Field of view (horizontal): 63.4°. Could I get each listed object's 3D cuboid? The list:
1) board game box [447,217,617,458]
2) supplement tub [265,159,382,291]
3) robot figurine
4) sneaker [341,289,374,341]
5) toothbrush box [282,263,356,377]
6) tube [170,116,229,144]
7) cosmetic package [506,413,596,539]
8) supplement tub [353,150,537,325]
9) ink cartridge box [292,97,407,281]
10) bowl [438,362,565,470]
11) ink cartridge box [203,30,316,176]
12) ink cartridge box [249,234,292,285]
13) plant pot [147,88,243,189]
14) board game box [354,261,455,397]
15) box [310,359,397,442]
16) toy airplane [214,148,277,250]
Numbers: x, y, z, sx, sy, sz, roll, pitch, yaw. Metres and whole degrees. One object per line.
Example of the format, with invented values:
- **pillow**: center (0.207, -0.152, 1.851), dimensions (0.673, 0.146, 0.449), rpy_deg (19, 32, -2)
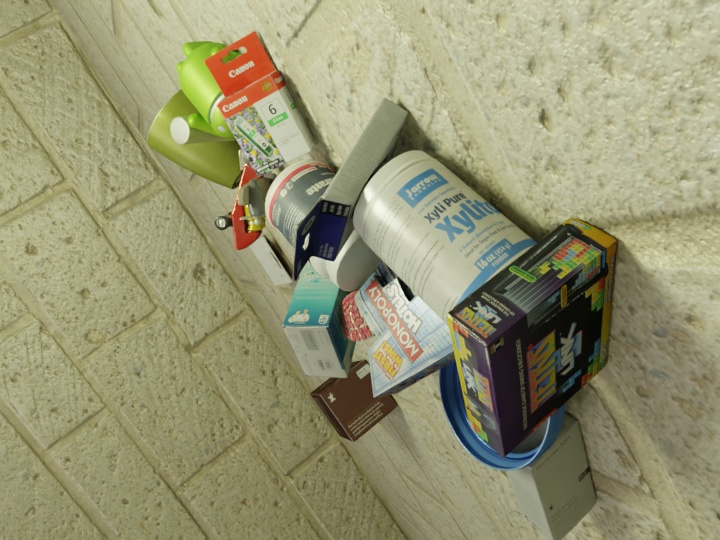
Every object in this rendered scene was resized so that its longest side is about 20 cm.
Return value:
- **board game box**: center (0.176, 0.073, 0.583), dimensions (0.057, 0.165, 0.201), rpy_deg (38, 157, 42)
- **supplement tub**: center (-0.050, -0.076, 0.948), dimensions (0.200, 0.140, 0.141), rpy_deg (44, 160, 31)
- **robot figurine**: center (-0.244, -0.321, 1.042), dimensions (0.200, 0.115, 0.176), rpy_deg (51, 132, 12)
- **sneaker**: center (0.047, 0.060, 0.912), dimensions (0.199, 0.074, 0.081), rpy_deg (-23, 72, 40)
- **toothbrush box**: center (-0.056, 0.067, 1.039), dimensions (0.085, 0.201, 0.147), rpy_deg (-1, 135, 15)
- **tube**: center (-0.289, -0.284, 1.168), dimensions (0.052, 0.200, 0.058), rpy_deg (5, 108, 29)
- **cosmetic package**: center (0.276, 0.297, 0.855), dimensions (0.074, 0.101, 0.201), rpy_deg (32, 153, 51)
- **supplement tub**: center (0.100, -0.027, 0.655), dimensions (0.200, 0.132, 0.132), rpy_deg (45, 161, 25)
- **ink cartridge box**: center (-0.017, -0.086, 0.745), dimensions (0.040, 0.201, 0.200), rpy_deg (31, 161, 3)
- **bowl**: center (0.185, 0.160, 0.778), dimensions (0.200, 0.039, 0.202), rpy_deg (4, 94, 56)
- **ink cartridge box**: center (-0.168, -0.266, 0.946), dimensions (0.201, 0.108, 0.050), rpy_deg (61, -160, -22)
- **ink cartridge box**: center (-0.259, -0.035, 1.766), dimensions (0.163, 0.057, 0.200), rpy_deg (57, 154, -9)
- **plant pot**: center (-0.331, -0.282, 1.298), dimensions (0.200, 0.187, 0.187), rpy_deg (40, 163, -3)
- **board game box**: center (0.066, 0.070, 0.802), dimensions (0.061, 0.200, 0.200), rpy_deg (5, -138, -49)
- **box**: center (-0.025, 0.376, 1.698), dimensions (0.165, 0.165, 0.200), rpy_deg (55, 164, 1)
- **toy airplane**: center (-0.206, -0.158, 1.212), dimensions (0.140, 0.201, 0.200), rpy_deg (20, 148, 2)
